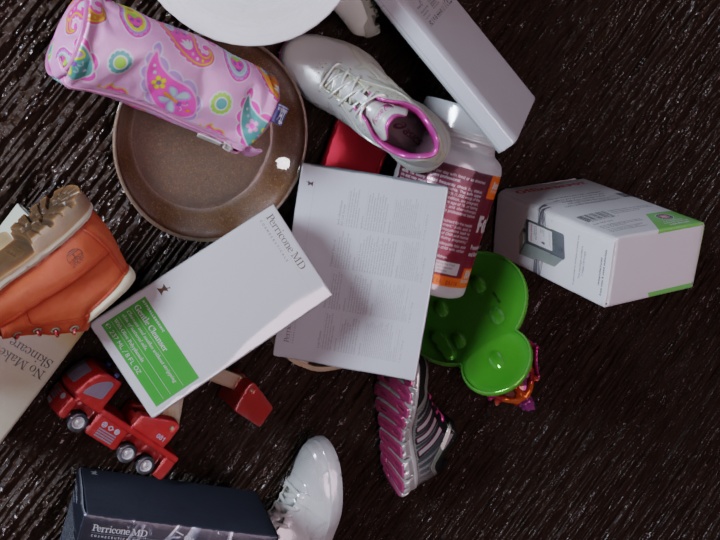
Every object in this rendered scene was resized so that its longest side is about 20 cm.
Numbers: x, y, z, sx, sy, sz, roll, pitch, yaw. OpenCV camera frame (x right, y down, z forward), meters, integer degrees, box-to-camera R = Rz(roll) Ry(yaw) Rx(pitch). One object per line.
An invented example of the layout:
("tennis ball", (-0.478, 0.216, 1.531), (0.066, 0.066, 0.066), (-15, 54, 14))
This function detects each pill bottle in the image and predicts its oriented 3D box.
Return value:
("pill bottle", (0.088, -0.080, 1.029), (0.114, 0.114, 0.201), (10, 101, -35))

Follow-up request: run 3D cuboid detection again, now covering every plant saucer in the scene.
("plant saucer", (-0.147, -0.129, 0.909), (0.200, 0.037, 0.201), (-12, 113, -30))

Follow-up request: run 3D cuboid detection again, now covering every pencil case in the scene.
("pencil case", (-0.165, -0.166, 0.811), (0.199, 0.087, 0.088), (20, 95, -37))

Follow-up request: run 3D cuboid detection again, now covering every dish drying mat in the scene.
("dish drying mat", (-0.011, -0.107, 1.015), (0.077, 0.018, 0.201), (16, 97, -35))

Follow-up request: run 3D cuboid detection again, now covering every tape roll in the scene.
("tape roll", (-0.095, -0.301, 0.805), (0.201, 0.071, 0.203), (-1, 121, -1))

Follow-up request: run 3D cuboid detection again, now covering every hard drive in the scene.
("hard drive", (0.097, -0.224, 0.948), (0.200, 0.026, 0.132), (49, 34, -12))

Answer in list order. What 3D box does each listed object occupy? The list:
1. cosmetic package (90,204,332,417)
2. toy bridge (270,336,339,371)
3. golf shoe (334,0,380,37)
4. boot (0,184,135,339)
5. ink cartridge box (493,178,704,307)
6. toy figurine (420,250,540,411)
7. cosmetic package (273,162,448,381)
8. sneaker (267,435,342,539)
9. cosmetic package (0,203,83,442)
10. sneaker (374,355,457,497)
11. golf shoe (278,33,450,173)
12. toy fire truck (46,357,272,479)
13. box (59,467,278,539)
("cosmetic package", (-0.139, 0.037, 0.888), (0.200, 0.085, 0.108), (-35, 93, -9))
("toy bridge", (-0.057, 0.073, 1.042), (0.200, 0.027, 0.067), (27, 91, -35))
("golf shoe", (-0.058, -0.295, 0.902), (0.097, 0.078, 0.200), (-33, 123, 8))
("boot", (-0.279, 0.034, 0.773), (0.200, 0.075, 0.107), (-42, 125, -14))
("ink cartridge box", (0.275, -0.039, 1.111), (0.145, 0.200, 0.084), (-10, 114, -29))
("toy figurine", (0.168, 0.104, 1.116), (0.150, 0.200, 0.184), (-34, 136, 7))
("cosmetic package", (0.000, 0.000, 0.964), (0.150, 0.052, 0.201), (10, 97, 2))
("sneaker", (-0.090, 0.289, 1.069), (0.115, 0.074, 0.201), (-2, 109, -35))
("cosmetic package", (-0.319, 0.053, 0.839), (0.105, 0.071, 0.200), (38, 84, -35))
("sneaker", (0.072, 0.176, 1.135), (0.087, 0.074, 0.201), (-16, 119, -28))
("golf shoe", (0.007, -0.170, 0.922), (0.199, 0.092, 0.076), (33, 99, -4))
("toy fire truck", (-0.201, 0.132, 0.958), (0.141, 0.049, 0.200), (-51, 125, -8))
("box", (-0.210, 0.318, 0.960), (0.199, 0.104, 0.183), (13, 98, -23))
